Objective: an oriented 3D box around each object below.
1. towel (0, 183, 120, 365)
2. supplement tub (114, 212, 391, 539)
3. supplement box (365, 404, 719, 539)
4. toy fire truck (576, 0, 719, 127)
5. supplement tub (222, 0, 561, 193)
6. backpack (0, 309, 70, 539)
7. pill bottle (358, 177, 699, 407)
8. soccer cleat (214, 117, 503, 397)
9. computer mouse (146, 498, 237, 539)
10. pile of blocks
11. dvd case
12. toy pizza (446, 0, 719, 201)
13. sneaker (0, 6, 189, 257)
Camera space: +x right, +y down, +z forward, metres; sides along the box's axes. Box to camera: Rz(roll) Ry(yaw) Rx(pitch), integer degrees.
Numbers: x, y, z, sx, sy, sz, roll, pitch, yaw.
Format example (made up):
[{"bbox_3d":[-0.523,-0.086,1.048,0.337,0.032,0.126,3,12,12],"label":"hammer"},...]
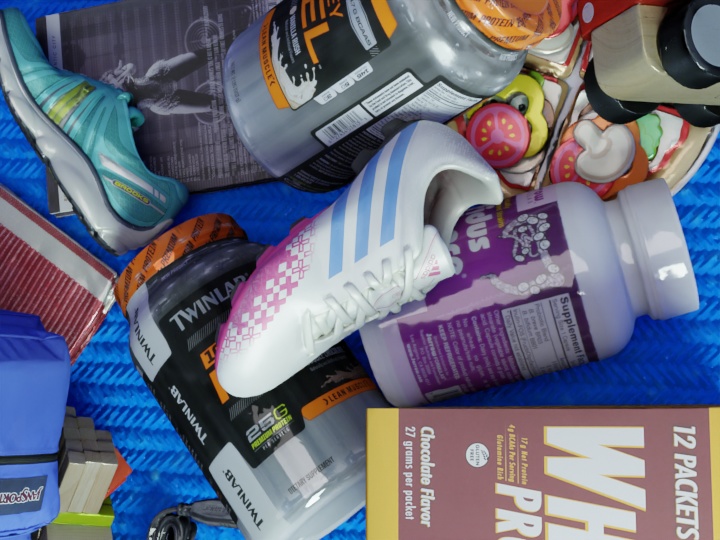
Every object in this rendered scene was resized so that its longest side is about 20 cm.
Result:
[{"bbox_3d":[-0.277,0.050,0.891,0.143,0.023,0.201,34,91,15],"label":"towel"},{"bbox_3d":[-0.066,0.070,0.783,0.122,0.122,0.201,-39,73,6],"label":"supplement tub"},{"bbox_3d":[0.118,0.145,0.692,0.195,0.200,0.135,-2,82,13],"label":"supplement box"},{"bbox_3d":[0.222,-0.198,0.712,0.174,0.128,0.203,-1,81,-24],"label":"toy fire truck"},{"bbox_3d":[0.018,-0.140,0.755,0.199,0.122,0.124,-29,76,38],"label":"supplement tub"},{"bbox_3d":[-0.278,0.123,0.773,0.166,0.162,0.203,6,88,34],"label":"backpack"},{"bbox_3d":[0.101,0.009,0.758,0.198,0.112,0.114,-16,80,11],"label":"pill bottle"},{"bbox_3d":[0.000,0.000,0.691,0.086,0.070,0.200,35,81,32],"label":"soccer cleat"},{"bbox_3d":[-0.060,0.226,0.807,0.198,0.046,0.142,6,87,25],"label":"computer mouse"},{"bbox_3d":[-0.196,0.197,0.843,0.062,0.082,0.202,10,96,-28],"label":"pile of blocks"},{"bbox_3d":[-0.138,-0.126,0.882,0.198,0.016,0.151,-8,82,12],"label":"dvd case"},{"bbox_3d":[0.137,-0.124,0.789,0.198,0.032,0.203,1,94,11],"label":"toy pizza"},{"bbox_3d":[-0.195,-0.104,0.859,0.079,0.078,0.201,-34,81,-12],"label":"sneaker"}]
